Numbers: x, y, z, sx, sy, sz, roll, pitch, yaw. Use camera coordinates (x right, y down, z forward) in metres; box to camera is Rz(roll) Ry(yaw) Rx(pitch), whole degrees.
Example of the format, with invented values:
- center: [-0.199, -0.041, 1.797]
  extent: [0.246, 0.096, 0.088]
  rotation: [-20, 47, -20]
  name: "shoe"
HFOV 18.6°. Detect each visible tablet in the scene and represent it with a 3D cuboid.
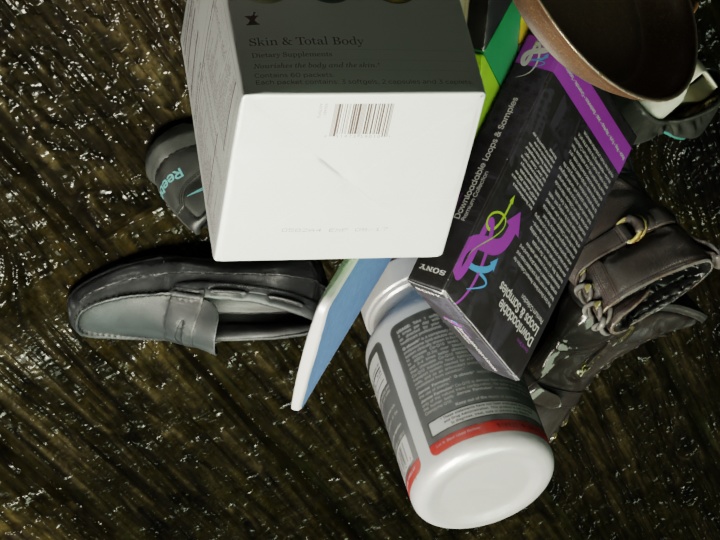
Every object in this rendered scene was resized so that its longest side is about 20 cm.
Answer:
- center: [0.000, 0.000, 1.643]
  extent: [0.014, 0.201, 0.131]
  rotation: [25, 139, 8]
  name: "tablet"

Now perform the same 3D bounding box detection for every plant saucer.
- center: [0.147, -0.195, 1.450]
  extent: [0.037, 0.202, 0.199]
  rotation: [-28, 149, 37]
  name: "plant saucer"

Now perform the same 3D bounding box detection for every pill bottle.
- center: [0.069, 0.089, 1.717]
  extent: [0.115, 0.201, 0.116]
  rotation: [-12, 143, -9]
  name: "pill bottle"

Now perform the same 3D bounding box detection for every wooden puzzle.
- center: [0.106, -0.139, 1.491]
  extent: [0.200, 0.037, 0.187]
  rotation: [-25, 124, -56]
  name: "wooden puzzle"

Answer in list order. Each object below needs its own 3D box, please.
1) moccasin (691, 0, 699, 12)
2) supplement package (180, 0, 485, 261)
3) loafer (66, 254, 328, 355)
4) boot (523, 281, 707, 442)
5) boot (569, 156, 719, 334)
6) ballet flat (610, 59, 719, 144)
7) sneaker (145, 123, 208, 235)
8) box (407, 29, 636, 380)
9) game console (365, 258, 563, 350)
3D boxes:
- center: [0.214, -0.205, 1.571]
  extent: [0.201, 0.078, 0.074]
  rotation: [-35, 145, 17]
  name: "moccasin"
- center: [-0.024, -0.131, 1.395]
  extent: [0.150, 0.201, 0.151]
  rotation: [-1, 140, -13]
  name: "supplement package"
- center: [-0.121, 0.028, 1.658]
  extent: [0.198, 0.071, 0.068]
  rotation: [-6, 143, -7]
  name: "loafer"
- center: [0.194, 0.076, 1.893]
  extent: [0.199, 0.069, 0.175]
  rotation: [6, 124, -47]
  name: "boot"
- center: [0.153, -0.022, 1.673]
  extent: [0.199, 0.175, 0.069]
  rotation: [-26, 146, -1]
  name: "boot"
- center: [0.220, -0.136, 1.651]
  extent: [0.068, 0.068, 0.199]
  rotation: [-43, 164, 27]
  name: "ballet flat"
- center: [-0.058, -0.060, 1.594]
  extent: [0.198, 0.080, 0.076]
  rotation: [-5, 140, -29]
  name: "sneaker"
- center: [0.111, -0.044, 1.484]
  extent: [0.201, 0.036, 0.143]
  rotation: [-64, 146, -15]
  name: "box"
- center: [0.087, 0.024, 1.839]
  extent: [0.175, 0.031, 0.201]
  rotation: [-16, 143, -5]
  name: "game console"
